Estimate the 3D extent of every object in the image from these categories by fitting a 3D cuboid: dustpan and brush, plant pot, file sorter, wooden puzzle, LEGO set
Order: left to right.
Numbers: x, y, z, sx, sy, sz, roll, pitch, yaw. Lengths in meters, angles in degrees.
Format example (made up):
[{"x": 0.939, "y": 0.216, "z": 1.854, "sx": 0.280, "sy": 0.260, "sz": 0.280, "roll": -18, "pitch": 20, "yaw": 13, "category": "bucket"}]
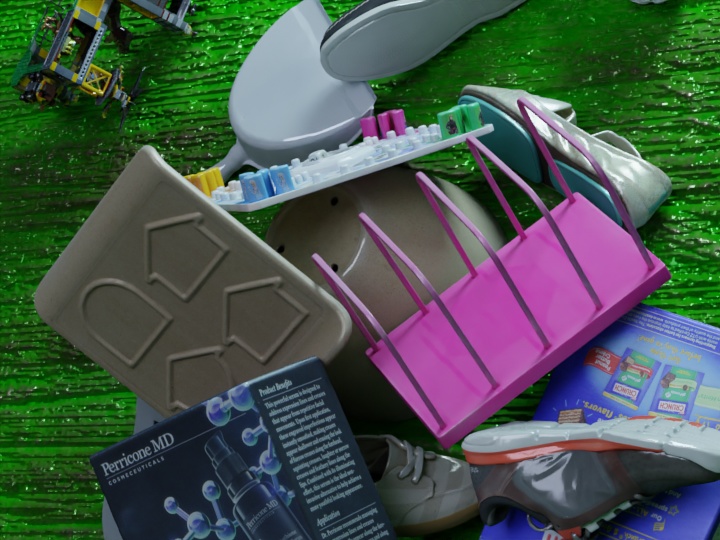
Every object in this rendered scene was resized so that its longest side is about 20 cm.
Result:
[{"x": -0.214, "y": -0.214, "z": 2.045, "sx": 0.153, "sy": 0.115, "sz": 0.201, "roll": -13, "pitch": 53, "yaw": 62, "category": "LEGO set"}, {"x": -0.120, "y": 0.025, "z": 1.669, "sx": 0.200, "sy": 0.046, "sz": 0.185, "roll": 41, "pitch": 127, "yaw": -1, "category": "wooden puzzle"}, {"x": -0.083, "y": -0.119, "z": 1.934, "sx": 0.199, "sy": 0.057, "sz": 0.140, "roll": -34, "pitch": 58, "yaw": 7, "category": "dustpan and brush"}, {"x": 0.000, "y": 0.000, "z": 1.765, "sx": 0.199, "sy": 0.134, "sz": 0.202, "roll": -14, "pitch": 62, "yaw": 27, "category": "plant pot"}, {"x": 0.085, "y": -0.006, "z": 1.619, "sx": 0.199, "sy": 0.126, "sz": 0.139, "roll": -37, "pitch": 33, "yaw": -4, "category": "file sorter"}]

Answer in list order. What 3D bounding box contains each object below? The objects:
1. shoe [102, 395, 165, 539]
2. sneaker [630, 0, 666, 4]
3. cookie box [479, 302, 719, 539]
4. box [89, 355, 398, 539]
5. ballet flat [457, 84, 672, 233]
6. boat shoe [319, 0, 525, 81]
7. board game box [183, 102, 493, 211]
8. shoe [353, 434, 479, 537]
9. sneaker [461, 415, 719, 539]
[{"x": -0.142, "y": 0.146, "z": 1.836, "sx": 0.071, "sy": 0.091, "sz": 0.202, "roll": 24, "pitch": 112, "yaw": 26, "category": "shoe"}, {"x": 0.181, "y": -0.290, "z": 1.808, "sx": 0.070, "sy": 0.080, "sz": 0.200, "roll": -41, "pitch": 51, "yaw": -10, "category": "sneaker"}, {"x": 0.200, "y": 0.134, "z": 1.608, "sx": 0.170, "sy": 0.075, "sz": 0.201, "roll": 19, "pitch": 80, "yaw": 38, "category": "cookie box"}, {"x": -0.070, "y": 0.184, "z": 1.597, "sx": 0.148, "sy": 0.107, "sz": 0.201, "roll": -26, "pitch": 85, "yaw": 28, "category": "box"}, {"x": 0.158, "y": -0.093, "z": 1.762, "sx": 0.062, "sy": 0.068, "sz": 0.200, "roll": -35, "pitch": 52, "yaw": -21, "category": "ballet flat"}, {"x": 0.053, "y": -0.222, "z": 1.863, "sx": 0.199, "sy": 0.074, "sz": 0.061, "roll": -29, "pitch": 50, "yaw": 7, "category": "boat shoe"}, {"x": -0.024, "y": -0.087, "z": 1.757, "sx": 0.199, "sy": 0.026, "sz": 0.200, "roll": -19, "pitch": 8, "yaw": -18, "category": "board game box"}, {"x": 0.000, "y": 0.154, "z": 1.685, "sx": 0.198, "sy": 0.054, "sz": 0.070, "roll": -1, "pitch": 33, "yaw": -4, "category": "shoe"}, {"x": 0.163, "y": 0.143, "z": 1.550, "sx": 0.199, "sy": 0.077, "sz": 0.083, "roll": -3, "pitch": 93, "yaw": 35, "category": "sneaker"}]
